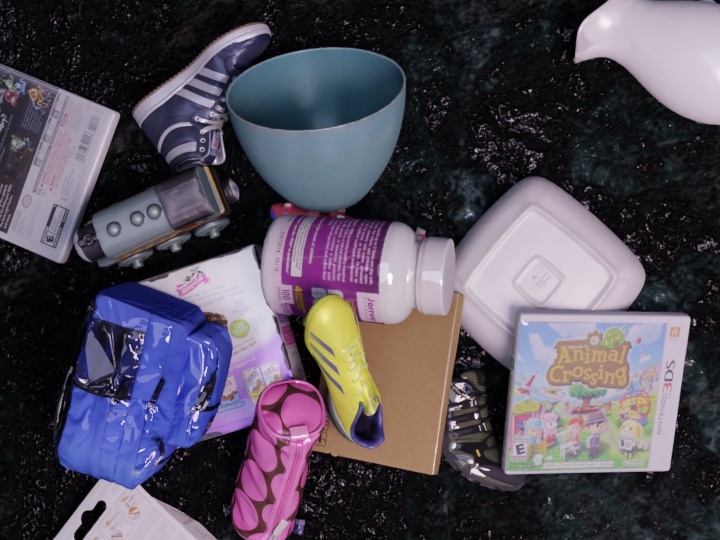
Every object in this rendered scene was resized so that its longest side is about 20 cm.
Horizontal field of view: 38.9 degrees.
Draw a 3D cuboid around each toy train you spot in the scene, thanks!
[{"bbox_3d":[-0.241,-0.062,1.199,0.198,0.114,0.086,-21,87,8],"label":"toy train"}]

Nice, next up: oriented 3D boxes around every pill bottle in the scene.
[{"bbox_3d":[0.000,0.000,1.108,0.198,0.112,0.114,4,91,15],"label":"pill bottle"}]

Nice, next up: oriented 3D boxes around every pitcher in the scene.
[{"bbox_3d":[0.360,-0.261,1.116,0.199,0.121,0.173,29,79,18],"label":"pitcher"}]

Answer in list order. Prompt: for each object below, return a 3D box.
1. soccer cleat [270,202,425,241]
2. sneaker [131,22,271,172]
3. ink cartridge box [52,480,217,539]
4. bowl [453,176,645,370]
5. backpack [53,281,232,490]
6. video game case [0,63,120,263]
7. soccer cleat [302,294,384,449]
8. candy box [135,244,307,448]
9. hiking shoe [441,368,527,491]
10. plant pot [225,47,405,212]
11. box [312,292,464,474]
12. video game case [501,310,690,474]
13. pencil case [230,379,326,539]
[{"bbox_3d":[-0.016,-0.031,1.194,0.198,0.067,0.077,15,106,9],"label":"soccer cleat"},{"bbox_3d":[-0.168,-0.198,1.209,0.199,0.070,0.109,-34,80,14],"label":"sneaker"},{"bbox_3d":[-0.269,0.357,1.246,0.200,0.050,0.163,40,96,15],"label":"ink cartridge box"},{"bbox_3d":[0.201,0.014,1.154,0.199,0.075,0.200,42,97,7],"label":"bowl"},{"bbox_3d":[-0.238,0.134,1.105,0.166,0.162,0.202,20,94,6],"label":"backpack"},{"bbox_3d":[-0.415,-0.135,1.273,0.180,0.023,0.202,22,94,8],"label":"video game case"},{"bbox_3d":[-0.009,0.108,1.069,0.064,0.202,0.084,-31,44,-21],"label":"soccer cleat"},{"bbox_3d":[-0.166,0.088,1.210,0.166,0.072,0.202,-17,88,8],"label":"candy box"},{"bbox_3d":[0.121,0.166,1.164,0.199,0.076,0.101,39,99,7],"label":"hiking shoe"},{"bbox_3d":[-0.043,-0.147,1.148,0.198,0.201,0.136,-1,126,8],"label":"plant pot"},{"bbox_3d":[0.028,0.118,1.156,0.162,0.021,0.203,6,83,29],"label":"box"},{"bbox_3d":[0.258,0.135,1.121,0.197,0.022,0.184,1,103,-10],"label":"video game case"},{"bbox_3d":[-0.092,0.223,1.150,0.090,0.094,0.202,6,127,-10],"label":"pencil case"}]
